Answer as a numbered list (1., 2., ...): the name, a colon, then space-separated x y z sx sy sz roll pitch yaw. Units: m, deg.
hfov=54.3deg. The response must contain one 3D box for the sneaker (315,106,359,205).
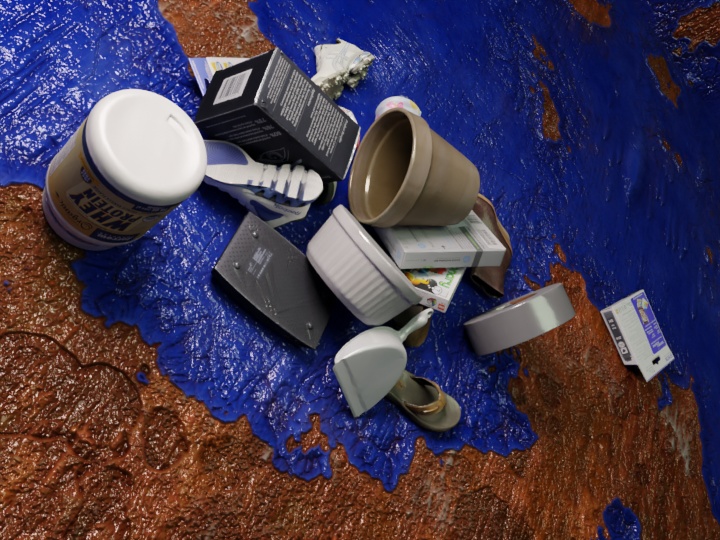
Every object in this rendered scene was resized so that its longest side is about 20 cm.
1. sneaker: -0.043 -0.207 1.241 0.108 0.067 0.202 5 67 -42

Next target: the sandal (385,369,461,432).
1. sandal: 0.104 0.208 1.191 0.200 0.055 0.082 40 49 -22

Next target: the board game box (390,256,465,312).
1. board game box: 0.125 -0.014 1.271 0.126 0.035 0.200 21 41 11

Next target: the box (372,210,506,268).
1. box: 0.137 -0.063 1.258 0.200 0.041 0.156 -1 35 -23

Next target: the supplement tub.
1. supplement tub: -0.296 -0.115 0.864 0.144 0.200 0.145 20 58 -35

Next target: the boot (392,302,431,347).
1. boot: 0.108 0.057 1.275 0.200 0.073 0.076 -60 143 -46

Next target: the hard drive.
1. hard drive: -0.129 0.020 1.072 0.200 0.042 0.135 42 48 -22

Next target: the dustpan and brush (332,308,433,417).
1. dustpan and brush: 0.046 0.125 1.110 0.200 0.057 0.140 -30 132 -13

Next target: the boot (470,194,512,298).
1. boot: 0.242 -0.057 1.432 0.200 0.072 0.167 40 46 -28

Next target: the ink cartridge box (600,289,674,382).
1. ink cartridge box: 0.704 0.165 1.781 0.198 0.043 0.200 -16 80 -46

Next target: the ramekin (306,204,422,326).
1. ramekin: 0.000 0.000 1.108 0.202 0.094 0.202 48 5 -5

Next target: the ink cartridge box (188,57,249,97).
1. ink cartridge box: -0.190 -0.290 1.162 0.200 0.042 0.120 -16 83 -48

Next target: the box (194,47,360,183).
1. box: -0.123 -0.221 1.075 0.200 0.148 0.105 37 61 -41

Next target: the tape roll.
1. tape roll: 0.297 0.092 1.322 0.200 0.200 0.066 -21 86 -46

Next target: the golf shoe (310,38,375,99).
1. golf shoe: -0.061 -0.376 1.317 0.097 0.078 0.200 39 42 4

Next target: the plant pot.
1. plant pot: 0.102 -0.156 1.200 0.173 0.200 0.200 14 62 -28

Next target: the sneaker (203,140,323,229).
1. sneaker: -0.164 -0.116 1.080 0.199 0.115 0.081 17 53 -2

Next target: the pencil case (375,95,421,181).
1. pencil case: 0.075 -0.234 1.351 0.091 0.083 0.200 12 63 -23
